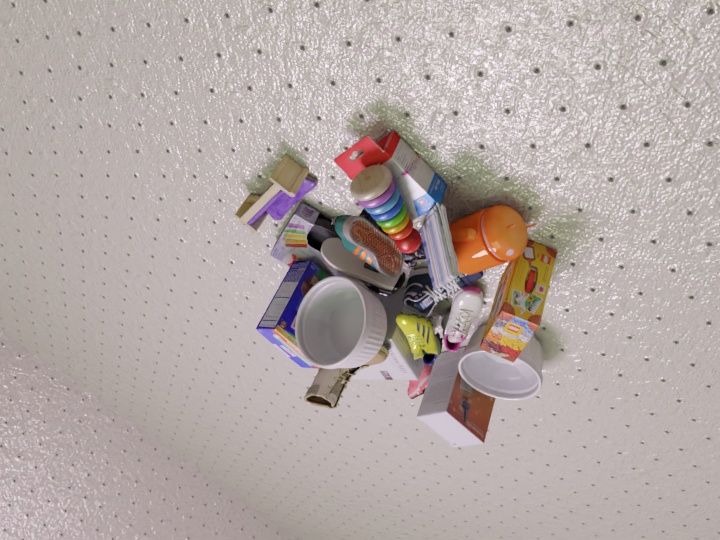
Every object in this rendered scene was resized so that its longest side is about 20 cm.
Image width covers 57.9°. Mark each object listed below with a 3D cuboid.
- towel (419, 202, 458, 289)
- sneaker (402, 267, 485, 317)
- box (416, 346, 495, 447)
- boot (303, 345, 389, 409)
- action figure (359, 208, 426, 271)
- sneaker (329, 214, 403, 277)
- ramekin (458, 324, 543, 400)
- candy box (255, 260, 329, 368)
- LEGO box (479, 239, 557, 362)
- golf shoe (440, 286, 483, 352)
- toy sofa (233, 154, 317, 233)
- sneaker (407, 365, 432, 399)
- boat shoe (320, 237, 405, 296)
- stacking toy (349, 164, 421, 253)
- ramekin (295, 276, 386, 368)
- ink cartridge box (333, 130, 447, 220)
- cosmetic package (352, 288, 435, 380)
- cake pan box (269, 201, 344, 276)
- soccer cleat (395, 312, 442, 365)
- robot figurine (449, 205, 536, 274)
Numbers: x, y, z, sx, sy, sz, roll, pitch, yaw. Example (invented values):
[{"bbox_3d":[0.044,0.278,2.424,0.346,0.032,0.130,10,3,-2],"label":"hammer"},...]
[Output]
[{"bbox_3d":[0.154,-0.042,1.291,0.024,0.147,0.200,-11,172,-5],"label":"towel"},{"bbox_3d":[0.182,0.040,1.453,0.200,0.109,0.070,-12,130,38],"label":"sneaker"},{"bbox_3d":[0.256,0.327,1.680,0.152,0.200,0.106,42,140,-22],"label":"box"},{"bbox_3d":[-0.034,0.242,1.503,0.200,0.155,0.072,-13,128,39],"label":"boot"},{"bbox_3d":[0.076,-0.066,1.420,0.130,0.069,0.200,-9,133,33],"label":"action figure"},{"bbox_3d":[0.014,-0.056,1.361,0.080,0.071,0.200,21,163,47],"label":"sneaker"},{"bbox_3d":[0.346,0.215,1.575,0.200,0.105,0.200,16,141,13],"label":"ramekin"},{"bbox_3d":[-0.128,0.104,1.540,0.077,0.200,0.169,-3,141,44],"label":"candy box"},{"bbox_3d":[0.321,0.060,1.325,0.077,0.200,0.149,22,144,5],"label":"LEGO box"},{"bbox_3d":[0.239,0.116,1.522,0.075,0.092,0.200,11,142,-1],"label":"golf shoe"},{"bbox_3d":[-0.188,-0.158,1.445,0.098,0.083,0.200,39,141,-15],"label":"toy sofa"},{"bbox_3d":[0.168,0.297,1.819,0.087,0.074,0.200,63,161,16],"label":"sneaker"},{"bbox_3d":[0.000,0.000,1.469,0.200,0.075,0.093,28,159,4],"label":"boat shoe"},{"bbox_3d":[0.060,-0.109,1.266,0.085,0.085,0.200,-4,141,33],"label":"stacking toy"},{"bbox_3d":[-0.036,0.120,1.432,0.200,0.201,0.105,-8,161,36],"label":"ramekin"},{"bbox_3d":[0.059,-0.191,1.279,0.200,0.067,0.116,42,139,-21],"label":"ink cartridge box"},{"bbox_3d":[0.051,0.160,1.623,0.200,0.165,0.165,-5,133,34],"label":"cosmetic package"},{"bbox_3d":[-0.100,-0.055,1.546,0.184,0.052,0.200,29,142,-10],"label":"cake pan box"},{"bbox_3d":[0.135,0.160,1.504,0.065,0.084,0.200,10,158,35],"label":"soccer cleat"},{"bbox_3d":[0.244,-0.060,1.292,0.200,0.117,0.144,-22,124,44],"label":"robot figurine"}]
